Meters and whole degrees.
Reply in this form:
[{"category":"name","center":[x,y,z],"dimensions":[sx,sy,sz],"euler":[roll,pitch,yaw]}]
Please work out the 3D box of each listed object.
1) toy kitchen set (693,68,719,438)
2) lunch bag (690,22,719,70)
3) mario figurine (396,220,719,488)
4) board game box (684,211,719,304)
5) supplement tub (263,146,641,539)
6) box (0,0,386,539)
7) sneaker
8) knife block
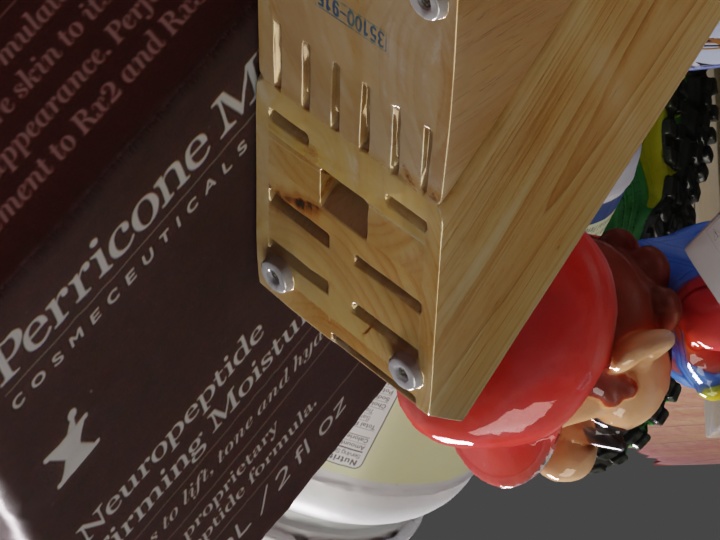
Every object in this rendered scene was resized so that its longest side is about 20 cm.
[{"category":"toy kitchen set","center":[0.238,-0.014,1.095],"dimensions":[0.179,0.164,0.200],"euler":[0,171,-1]},{"category":"lunch bag","center":[0.125,-0.108,0.812],"dimensions":[0.199,0.076,0.160],"euler":[-3,172,14]},{"category":"mario figurine","center":[0.098,0.028,0.823],"dimensions":[0.199,0.107,0.123],"euler":[-12,170,-30]},{"category":"board game box","center":[0.203,-0.055,0.777],"dimensions":[0.199,0.035,0.126],"euler":[-22,161,-38]},{"category":"supplement tub","center":[0.000,0.000,0.936],"dimensions":[0.144,0.201,0.145],"euler":[21,-154,-11]},{"category":"box","center":[-0.094,-0.023,0.691],"dimensions":[0.164,0.166,0.200],"euler":[31,159,24]},{"category":"sneaker","center":[0.088,-0.011,1.011],"dimensions":[0.085,0.201,0.078],"euler":[-2,150,24]},{"category":"knife block","center":[0.058,-0.083,0.612],"dimensions":[0.175,0.064,0.201],"euler":[-33,145,-30]}]
